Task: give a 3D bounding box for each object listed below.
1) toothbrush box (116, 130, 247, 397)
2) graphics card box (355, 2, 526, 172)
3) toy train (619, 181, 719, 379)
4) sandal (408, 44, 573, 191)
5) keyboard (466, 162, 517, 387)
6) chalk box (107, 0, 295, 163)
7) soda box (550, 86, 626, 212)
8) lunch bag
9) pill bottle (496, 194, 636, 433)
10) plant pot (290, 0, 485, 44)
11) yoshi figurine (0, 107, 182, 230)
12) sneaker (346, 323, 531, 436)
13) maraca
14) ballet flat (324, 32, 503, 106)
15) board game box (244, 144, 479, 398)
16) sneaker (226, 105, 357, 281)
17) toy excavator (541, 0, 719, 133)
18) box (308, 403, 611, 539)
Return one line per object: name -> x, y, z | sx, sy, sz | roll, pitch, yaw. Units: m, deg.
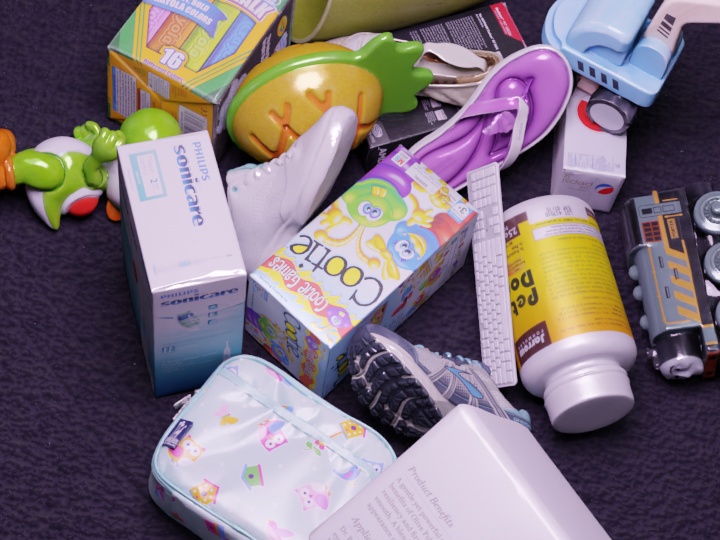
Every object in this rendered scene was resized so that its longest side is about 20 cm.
toothbrush box -> -0.156, -0.003, 1.518 | 0.084, 0.201, 0.148 | -11, 63, -13
graphics card box -> 0.075, -0.183, 1.731 | 0.198, 0.051, 0.126 | -17, 65, -16
toy train -> 0.311, 0.011, 1.640 | 0.112, 0.085, 0.202 | -8, 64, 3
sandal -> 0.122, -0.128, 1.645 | 0.082, 0.202, 0.050 | 42, 22, -15
keyboard -> 0.120, 0.006, 1.589 | 0.011, 0.056, 0.203 | -2, 84, -20
chalk box -> -0.143, -0.224, 1.687 | 0.123, 0.125, 0.201 | 27, 60, 8
soda box -> 0.228, -0.163, 1.728 | 0.063, 0.068, 0.202 | 8, 61, -2
lunch bag -> -0.076, 0.171, 1.501 | 0.199, 0.077, 0.161 | 32, 63, 11
pill bottle -> 0.185, 0.041, 1.586 | 0.108, 0.110, 0.202 | -8, 62, -11
plant pot -> 0.033, -0.317, 1.744 | 0.198, 0.187, 0.189 | 0, 60, -24
yoshi figurine -> -0.248, -0.112, 1.624 | 0.197, 0.112, 0.113 | 5, 54, -7
sneaker -> 0.071, 0.108, 1.541 | 0.200, 0.077, 0.087 | 42, 48, -16
maraca -> -0.029, -0.160, 1.617 | 0.198, 0.137, 0.108 | -20, 61, 5
ballet flat -> 0.044, -0.202, 1.674 | 0.197, 0.063, 0.068 | 6, 60, -2
board game box -> 0.000, 0.000, 1.590 | 0.103, 0.105, 0.200 | 40, 63, 16
sneaker -> -0.077, -0.077, 1.572 | 0.088, 0.201, 0.075 | 35, 29, 5
toy excavator -> 0.266, -0.218, 1.608 | 0.193, 0.201, 0.100 | 29, 62, 9
box -> 0.104, 0.241, 1.387 | 0.171, 0.200, 0.200 | -41, 69, 10
